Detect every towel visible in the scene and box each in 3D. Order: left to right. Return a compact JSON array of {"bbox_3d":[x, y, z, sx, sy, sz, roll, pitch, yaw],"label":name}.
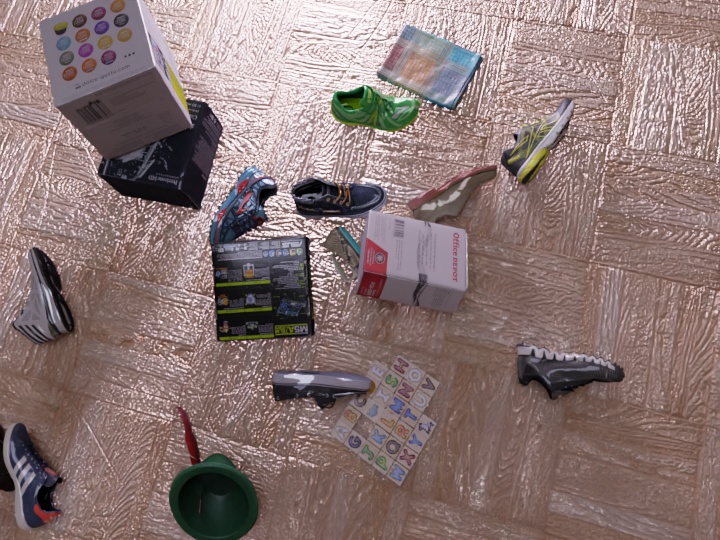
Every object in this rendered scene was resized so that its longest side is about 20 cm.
[{"bbox_3d":[0.151,-0.446,1.449,0.197,0.022,0.149,28,79,14],"label":"towel"}]

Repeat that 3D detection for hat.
[{"bbox_3d":[-0.270,0.381,1.270,0.161,0.177,0.205,-11,110,2],"label":"hat"}]

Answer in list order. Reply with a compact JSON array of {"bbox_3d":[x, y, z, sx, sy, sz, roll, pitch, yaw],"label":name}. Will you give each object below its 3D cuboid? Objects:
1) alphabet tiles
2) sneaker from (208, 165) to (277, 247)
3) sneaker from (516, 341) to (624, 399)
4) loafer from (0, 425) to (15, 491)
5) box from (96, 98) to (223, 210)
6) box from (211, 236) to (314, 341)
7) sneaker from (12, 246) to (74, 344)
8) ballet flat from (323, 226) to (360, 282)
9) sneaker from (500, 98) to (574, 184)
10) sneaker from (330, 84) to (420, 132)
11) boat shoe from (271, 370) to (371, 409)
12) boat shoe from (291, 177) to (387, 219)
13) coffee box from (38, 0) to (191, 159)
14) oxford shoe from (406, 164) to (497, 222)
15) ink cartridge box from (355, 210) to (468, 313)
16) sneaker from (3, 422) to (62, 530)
[{"bbox_3d":[0.061,0.272,1.262,0.165,0.008,0.202,31,81,15],"label":"alphabet tiles"},{"bbox_3d":[-0.240,-0.117,1.376,0.094,0.079,0.204,25,79,11],"label":"sneaker"},{"bbox_3d":[0.378,0.195,1.215,0.194,0.067,0.093,9,78,14],"label":"sneaker"},{"bbox_3d":[-0.743,0.348,1.311,0.199,0.071,0.073,41,82,16],"label":"loafer"},{"bbox_3d":[-0.422,-0.257,1.419,0.194,0.124,0.202,10,77,10],"label":"box"},{"bbox_3d":[-0.193,0.037,1.317,0.194,0.048,0.199,-4,93,6],"label":"box"},{"bbox_3d":[-0.686,0.058,1.385,0.113,0.076,0.204,-25,75,-2],"label":"sneaker"},{"bbox_3d":[0.000,0.000,1.323,0.200,0.068,0.076,45,104,16],"label":"ballet flat"},{"bbox_3d":[0.359,-0.276,1.345,0.084,0.075,0.202,35,81,16],"label":"sneaker"},{"bbox_3d":[0.029,-0.344,1.403,0.194,0.084,0.076,3,74,7],"label":"sneaker"},{"bbox_3d":[-0.076,0.230,1.265,0.194,0.070,0.068,2,91,5],"label":"boat shoe"},{"bbox_3d":[-0.043,-0.150,1.353,0.194,0.091,0.073,-8,73,5],"label":"boat shoe"},{"bbox_3d":[-0.469,-0.378,1.290,0.195,0.201,0.202,-20,70,0],"label":"coffee box"},{"bbox_3d":[0.194,-0.150,1.344,0.196,0.071,0.075,-27,93,3],"label":"oxford shoe"},{"bbox_3d":[0.098,-0.016,1.255,0.194,0.084,0.150,11,53,-6],"label":"ink cartridge box"},{"bbox_3d":[-0.627,0.389,1.287,0.082,0.075,0.205,-17,82,3],"label":"sneaker"}]
